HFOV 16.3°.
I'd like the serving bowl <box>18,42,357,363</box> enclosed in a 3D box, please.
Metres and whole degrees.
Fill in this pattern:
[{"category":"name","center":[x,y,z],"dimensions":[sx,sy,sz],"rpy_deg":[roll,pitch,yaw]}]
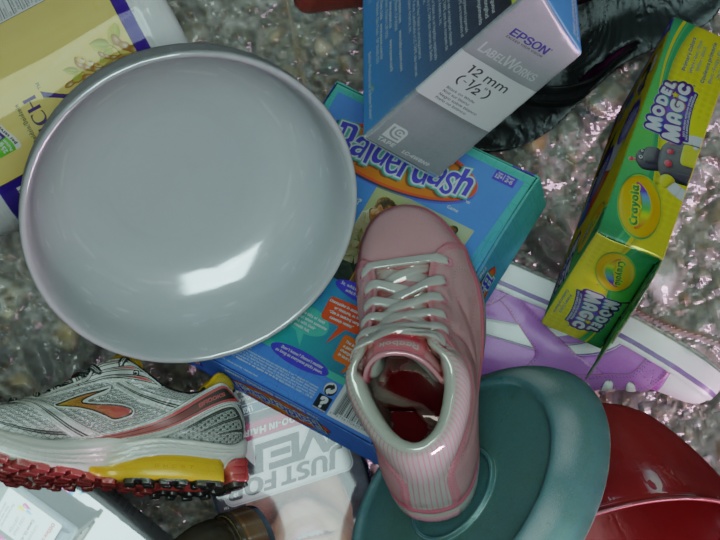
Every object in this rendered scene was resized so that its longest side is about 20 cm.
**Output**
[{"category":"serving bowl","center":[-0.106,-0.047,1.490],"dimensions":[0.200,0.066,0.201],"rpy_deg":[-7,117,-13]}]

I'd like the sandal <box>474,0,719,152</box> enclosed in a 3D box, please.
[{"category":"sandal","center":[0.141,-0.148,1.607],"dimensions":[0.200,0.048,0.075],"rpy_deg":[-34,91,-2]}]

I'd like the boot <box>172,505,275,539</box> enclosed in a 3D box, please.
[{"category":"boot","center":[-0.114,0.235,1.547],"dimensions":[0.097,0.075,0.200],"rpy_deg":[-11,126,-30]}]

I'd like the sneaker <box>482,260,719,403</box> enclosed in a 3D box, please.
[{"category":"sneaker","center":[0.123,0.066,1.599],"dimensions":[0.200,0.073,0.115],"rpy_deg":[23,91,10]}]

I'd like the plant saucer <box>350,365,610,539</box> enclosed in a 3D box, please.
[{"category":"plant saucer","center":[0.061,0.136,1.483],"dimensions":[0.027,0.200,0.200],"rpy_deg":[39,89,-30]}]

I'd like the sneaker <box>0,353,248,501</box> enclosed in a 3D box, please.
[{"category":"sneaker","center":[-0.166,0.091,1.518],"dimensions":[0.200,0.078,0.082],"rpy_deg":[6,74,-18]}]

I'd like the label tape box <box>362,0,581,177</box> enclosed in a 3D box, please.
[{"category":"label tape box","center":[0.085,-0.170,1.510],"dimensions":[0.066,0.144,0.200],"rpy_deg":[29,131,-29]}]

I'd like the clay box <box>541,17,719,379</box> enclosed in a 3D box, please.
[{"category":"clay box","center":[0.165,-0.043,1.531],"dimensions":[0.048,0.115,0.200],"rpy_deg":[24,57,0]}]

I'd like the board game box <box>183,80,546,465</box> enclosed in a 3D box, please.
[{"category":"board game box","center":[0.000,0.000,1.558],"dimensions":[0.152,0.045,0.200],"rpy_deg":[27,75,21]}]

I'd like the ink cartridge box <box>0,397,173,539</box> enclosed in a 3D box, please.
[{"category":"ink cartridge box","center":[-0.231,0.171,1.579],"dimensions":[0.200,0.086,0.148],"rpy_deg":[38,88,0]}]

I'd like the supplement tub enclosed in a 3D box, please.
[{"category":"supplement tub","center":[-0.203,-0.111,1.550],"dimensions":[0.200,0.145,0.146],"rpy_deg":[-29,91,-1]}]

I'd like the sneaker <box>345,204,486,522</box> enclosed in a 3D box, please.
[{"category":"sneaker","center":[0.031,0.035,1.454],"dimensions":[0.075,0.105,0.201],"rpy_deg":[-8,62,8]}]

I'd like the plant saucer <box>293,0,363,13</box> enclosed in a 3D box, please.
[{"category":"plant saucer","center":[0.044,-0.277,1.611],"dimensions":[0.199,0.037,0.201],"rpy_deg":[-7,89,-2]}]

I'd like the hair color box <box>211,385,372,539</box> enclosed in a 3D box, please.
[{"category":"hair color box","center":[-0.035,0.161,1.596],"dimensions":[0.100,0.061,0.200],"rpy_deg":[-18,91,-1]}]

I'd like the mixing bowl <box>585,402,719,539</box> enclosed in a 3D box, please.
[{"category":"mixing bowl","center":[0.136,0.151,1.553],"dimensions":[0.200,0.200,0.109],"rpy_deg":[-17,57,-1]}]
